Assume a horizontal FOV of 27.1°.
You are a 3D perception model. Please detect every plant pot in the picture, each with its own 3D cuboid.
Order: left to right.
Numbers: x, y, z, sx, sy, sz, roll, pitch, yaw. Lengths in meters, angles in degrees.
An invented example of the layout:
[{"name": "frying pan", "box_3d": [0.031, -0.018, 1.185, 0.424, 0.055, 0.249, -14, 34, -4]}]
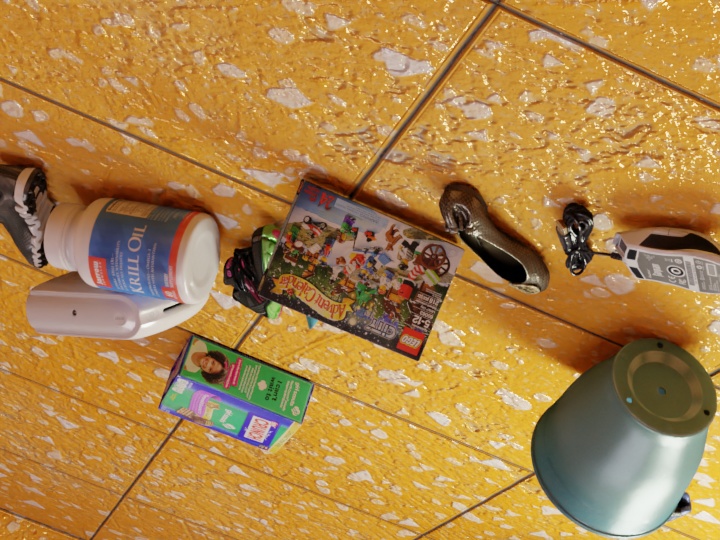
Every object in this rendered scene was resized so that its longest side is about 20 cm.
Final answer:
[{"name": "plant pot", "box_3d": [0.326, 0.185, 1.780, 0.198, 0.202, 0.189, 19, 139, -3]}]

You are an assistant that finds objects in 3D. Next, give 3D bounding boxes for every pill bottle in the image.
[{"name": "pill bottle", "box_3d": [-0.280, -0.028, 1.822, 0.197, 0.113, 0.113, 8, 153, 18]}]

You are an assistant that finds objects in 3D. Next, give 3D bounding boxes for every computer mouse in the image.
[{"name": "computer mouse", "box_3d": [0.300, -0.021, 1.543, 0.198, 0.044, 0.110, 12, 150, 26]}]

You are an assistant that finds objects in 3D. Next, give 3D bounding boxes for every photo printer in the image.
[{"name": "photo printer", "box_3d": [-0.306, 0.038, 1.934, 0.198, 0.070, 0.166, 2, -166, 29]}]

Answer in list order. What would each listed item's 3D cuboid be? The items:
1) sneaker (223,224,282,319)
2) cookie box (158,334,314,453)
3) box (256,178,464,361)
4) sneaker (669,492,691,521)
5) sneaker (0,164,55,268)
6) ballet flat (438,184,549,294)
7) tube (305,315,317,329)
[{"name": "sneaker", "box_3d": [-0.129, 0.005, 1.832, 0.083, 0.078, 0.201, 14, 153, 0]}, {"name": "cookie box", "box_3d": [-0.188, 0.188, 2.235, 0.198, 0.076, 0.171, 21, 154, -9]}, {"name": "box", "box_3d": [0.000, 0.000, 1.667, 0.198, 0.138, 0.038, 22, -178, -10]}, {"name": "sneaker", "box_3d": [0.401, 0.299, 2.091, 0.078, 0.076, 0.199, -13, 150, 33]}, {"name": "sneaker", "box_3d": [-0.435, -0.075, 1.892, 0.089, 0.067, 0.201, 17, 151, 8]}, {"name": "ballet flat", "box_3d": [0.144, -0.023, 1.631, 0.067, 0.047, 0.200, -2, 148, 37]}, {"name": "tube", "box_3d": [-0.037, -0.001, 1.781, 0.050, 0.078, 0.200, 0, 158, -21]}]
